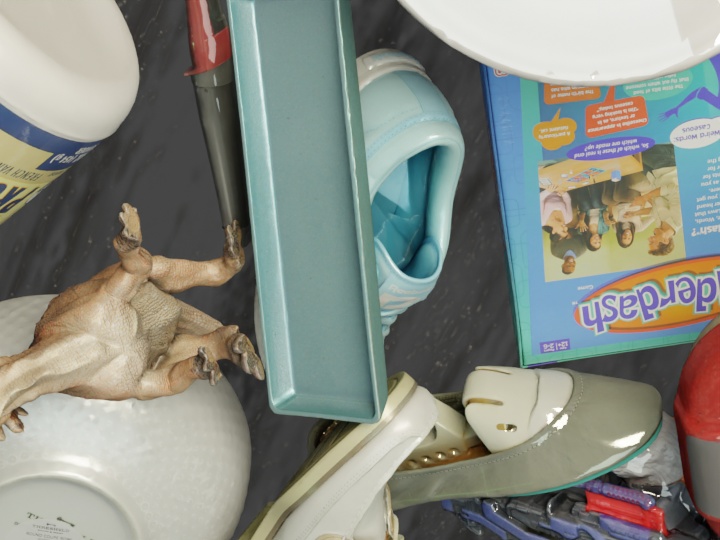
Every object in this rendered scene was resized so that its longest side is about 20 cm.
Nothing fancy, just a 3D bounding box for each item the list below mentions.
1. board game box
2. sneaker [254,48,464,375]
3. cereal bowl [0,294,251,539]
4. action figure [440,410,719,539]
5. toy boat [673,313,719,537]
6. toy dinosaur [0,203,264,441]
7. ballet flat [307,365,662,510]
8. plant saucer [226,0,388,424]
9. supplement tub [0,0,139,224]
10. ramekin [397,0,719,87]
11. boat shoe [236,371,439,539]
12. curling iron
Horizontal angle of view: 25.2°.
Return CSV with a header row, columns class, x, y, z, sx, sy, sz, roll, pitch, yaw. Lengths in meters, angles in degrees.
class,x,y,z,sx,sy,sz,roll,pitch,yaw
board game box,0.138,-0.055,0.776,0.151,0.045,0.201,-8,121,3
sneaker,0.000,0.000,0.775,0.073,0.082,0.201,-4,125,-24
cereal bowl,-0.157,0.117,0.853,0.198,0.084,0.202,-1,122,-2
action figure,0.146,0.141,0.877,0.199,0.105,0.194,19,140,35
toy boat,0.235,0.081,0.678,0.198,0.131,0.131,-8,119,12
toy dinosaur,-0.127,0.031,0.757,0.135,0.200,0.087,-18,85,20
ballet flat,0.054,0.081,0.817,0.199,0.068,0.064,-18,124,35
plant saucer,-0.022,-0.032,0.736,0.070,0.019,0.202,2,100,42
supplement tub,-0.211,-0.068,0.698,0.199,0.145,0.144,-36,117,19
ramekin,0.090,-0.179,0.645,0.200,0.094,0.204,1,105,2
boat shoe,-0.012,0.129,0.810,0.068,0.075,0.200,41,128,3
curling iron,-0.078,-0.097,0.751,0.049,0.025,0.201,-32,130,-26
